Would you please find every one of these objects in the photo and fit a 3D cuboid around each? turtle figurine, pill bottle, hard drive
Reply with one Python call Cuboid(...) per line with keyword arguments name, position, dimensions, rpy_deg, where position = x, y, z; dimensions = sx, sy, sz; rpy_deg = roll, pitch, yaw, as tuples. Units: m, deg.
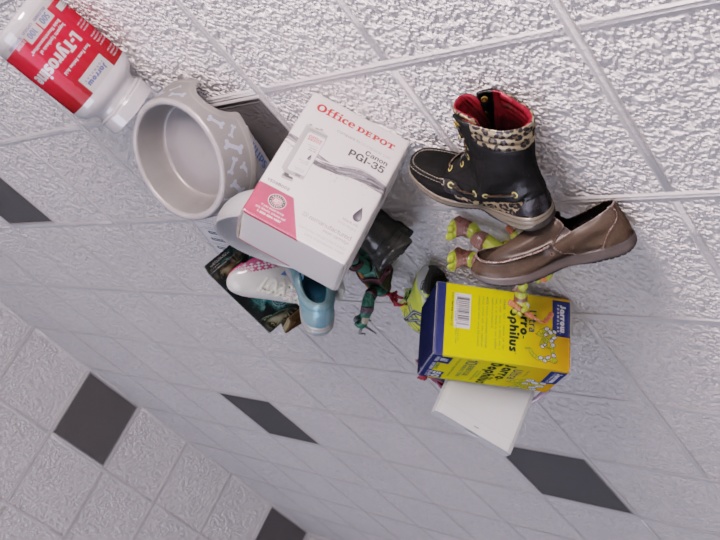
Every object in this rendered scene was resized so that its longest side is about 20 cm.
Cuboid(name="turtle figurine", position=(0.192, -0.023, 1.276), dimensions=(0.160, 0.065, 0.201), rpy_deg=(21, 148, 29))
Cuboid(name="turtle figurine", position=(0.000, 0.000, 1.499), dimensions=(0.151, 0.100, 0.201), rpy_deg=(63, -179, 41))
Cuboid(name="pill bottle", position=(-0.393, -0.285, 1.337), dimensions=(0.199, 0.113, 0.112), rpy_deg=(39, 154, -23))
Cuboid(name="hard drive", position=(0.202, 0.155, 1.446), dimensions=(0.131, 0.202, 0.026), rpy_deg=(30, 156, -6))

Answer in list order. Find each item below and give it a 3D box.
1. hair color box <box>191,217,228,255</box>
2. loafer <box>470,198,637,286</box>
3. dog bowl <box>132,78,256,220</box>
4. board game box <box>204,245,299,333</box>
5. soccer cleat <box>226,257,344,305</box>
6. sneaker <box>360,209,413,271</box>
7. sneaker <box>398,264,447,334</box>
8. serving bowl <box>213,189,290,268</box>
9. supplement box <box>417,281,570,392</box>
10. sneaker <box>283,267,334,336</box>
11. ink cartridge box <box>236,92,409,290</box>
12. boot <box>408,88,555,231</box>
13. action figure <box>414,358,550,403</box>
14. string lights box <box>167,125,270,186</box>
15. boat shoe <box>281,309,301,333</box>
Cuboid(name="hair color box", position=(-0.226, -0.091, 1.602), dimensions=(0.099, 0.061, 0.201), rpy_deg=(12, 151, 32))
Cuboid(name="loafer", position=(0.222, -0.039, 1.144), dimensions=(0.197, 0.073, 0.072), rpy_deg=(-16, 109, 7))
Cuboid(name="dog bowl", position=(-0.239, -0.163, 1.355), dimensions=(0.198, 0.059, 0.203), rpy_deg=(18, 123, 29))
Cuboid(name="board game box", position=(-0.157, 0.010, 1.633), dimensions=(0.028, 0.135, 0.200), rpy_deg=(51, -179, 42))
Cuboid(name="soccer cleat", position=(-0.117, 0.021, 1.577), dimensions=(0.197, 0.087, 0.071), rpy_deg=(-4, 129, -23))
Cuboid(name="sneaker", position=(0.023, -0.058, 1.343), dimensions=(0.091, 0.076, 0.200), rpy_deg=(48, 180, -3))
Cuboid(name="sneaker", position=(0.095, 0.053, 1.522), dimensions=(0.075, 0.076, 0.201), rpy_deg=(20, 154, 17))
Cuboid(name="serving bowl", position=(-0.100, -0.063, 1.333), dimensions=(0.197, 0.067, 0.200), rpy_deg=(12, 164, 4))
Cuboid(name="supplement box", position=(0.190, 0.097, 1.383), dimensions=(0.196, 0.111, 0.109), rpy_deg=(8, 157, -6))
Cuboid(name="sneaker", position=(-0.075, -0.001, 1.512), dimensions=(0.073, 0.202, 0.083), rpy_deg=(-10, 143, -16))
Cuboid(name="ink cartridge box", position=(-0.045, -0.102, 1.210), dimensions=(0.145, 0.202, 0.083), rpy_deg=(27, 153, 1))
Cuboid(name="boot", position=(0.129, -0.137, 1.107), dimensions=(0.199, 0.073, 0.152), rpy_deg=(29, 153, 35))
Cuboid(name="action figure", position=(0.173, 0.163, 1.519), dimensions=(0.197, 0.151, 0.134), rpy_deg=(-6, 148, -30))
Cuboid(name="string lights box", position=(-0.233, -0.170, 1.454), dimensions=(0.198, 0.059, 0.103), rpy_deg=(10, 149, 34))
Cuboid(name="boat shoe", position=(-0.129, 0.062, 1.814), dimensions=(0.073, 0.072, 0.200), rpy_deg=(57, 170, 10))
